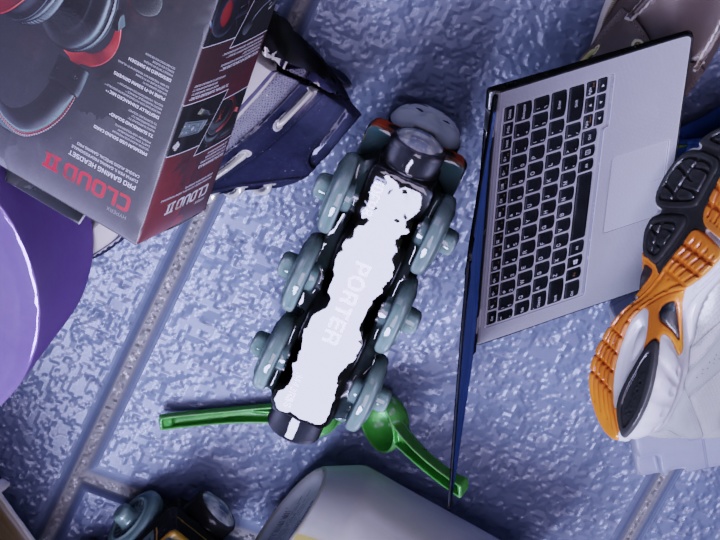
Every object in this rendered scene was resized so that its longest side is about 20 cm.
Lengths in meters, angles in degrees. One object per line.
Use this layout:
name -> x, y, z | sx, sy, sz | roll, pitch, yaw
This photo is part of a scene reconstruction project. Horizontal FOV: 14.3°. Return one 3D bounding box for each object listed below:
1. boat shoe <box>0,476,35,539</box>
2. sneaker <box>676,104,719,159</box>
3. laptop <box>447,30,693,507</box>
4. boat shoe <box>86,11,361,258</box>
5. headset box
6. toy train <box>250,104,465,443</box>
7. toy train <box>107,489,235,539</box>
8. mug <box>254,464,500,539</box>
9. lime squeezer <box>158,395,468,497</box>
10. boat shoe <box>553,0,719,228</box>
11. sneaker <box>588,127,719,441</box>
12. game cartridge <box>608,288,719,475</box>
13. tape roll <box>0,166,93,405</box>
boat shoe -> -0.236, 0.128, 1.675 | 0.070, 0.071, 0.200 | -24, 103, 29
sneaker -> 0.267, -0.069, 1.642 | 0.199, 0.076, 0.105 | -17, 115, 4
laptop -> 0.113, -0.002, 1.560 | 0.199, 0.116, 0.188 | -18, 137, -21
boat shoe -> -0.088, -0.058, 1.623 | 0.093, 0.075, 0.200 | 31, 121, -35
headset box -> -0.132, -0.121, 1.464 | 0.148, 0.075, 0.201 | 30, 118, 17
toy train -> 0.000, 0.000, 1.619 | 0.085, 0.114, 0.201 | 23, 115, 0
toy train -> -0.151, 0.216, 1.719 | 0.200, 0.114, 0.085 | -42, 111, 14
mug -> 0.011, 0.203, 1.698 | 0.153, 0.187, 0.149 | 38, 114, -11
lime squeezer -> -0.017, 0.097, 1.705 | 0.199, 0.071, 0.038 | 11, 136, 22
boat shoe -> 0.150, -0.105, 1.624 | 0.072, 0.060, 0.200 | 35, 108, -18
sneaker -> 0.205, 0.008, 1.623 | 0.092, 0.076, 0.201 | 10, 115, -33
game cartridge -> 0.252, 0.044, 1.716 | 0.199, 0.041, 0.134 | -11, 119, 0
tape roll -> -0.254, -0.014, 1.584 | 0.199, 0.085, 0.201 | 9, 121, 15
